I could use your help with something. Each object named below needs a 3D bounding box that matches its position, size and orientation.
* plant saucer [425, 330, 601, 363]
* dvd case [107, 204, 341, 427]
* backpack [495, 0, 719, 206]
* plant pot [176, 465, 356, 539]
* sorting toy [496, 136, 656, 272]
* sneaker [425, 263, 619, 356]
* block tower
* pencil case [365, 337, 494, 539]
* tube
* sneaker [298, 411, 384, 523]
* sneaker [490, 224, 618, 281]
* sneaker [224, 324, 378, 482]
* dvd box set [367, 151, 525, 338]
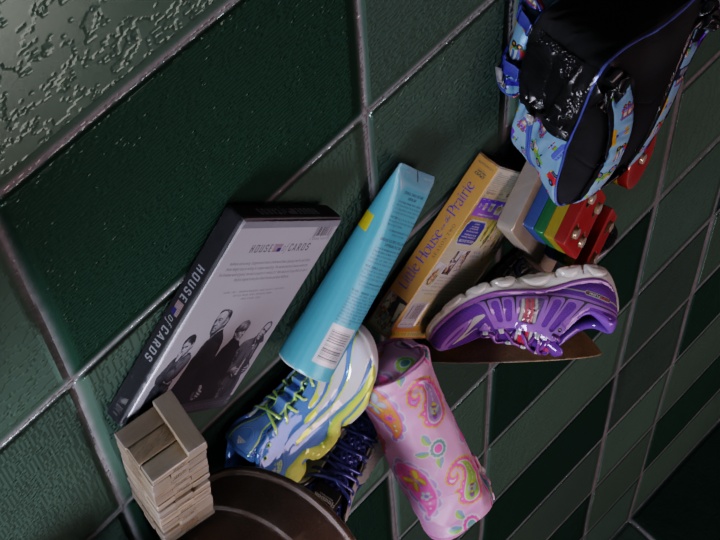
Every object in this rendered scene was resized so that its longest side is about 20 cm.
[{"bbox_3d":[0.157,0.075,1.758,0.200,0.198,0.036,-1,90,-63],"label":"plant saucer"},{"bbox_3d":[-0.107,0.034,1.326,0.201,0.025,0.150,-58,157,18],"label":"dvd case"},{"bbox_3d":[0.205,-0.166,1.470,0.182,0.134,0.201,-36,154,-33],"label":"backpack"},{"bbox_3d":[-0.120,0.311,1.461,0.198,0.199,0.202,-44,161,-48],"label":"plant pot"},{"bbox_3d":[0.229,-0.098,1.661,0.201,0.069,0.200,-64,159,-3],"label":"sorting toy"},{"bbox_3d":[0.163,0.050,1.643,0.197,0.084,0.081,-12,161,-3],"label":"sneaker"},{"bbox_3d":[-0.159,0.166,1.360,0.058,0.054,0.201,-34,162,-18],"label":"block tower"},{"bbox_3d":[0.062,0.162,1.595,0.087,0.087,0.201,-39,118,-25],"label":"pencil case"},{"bbox_3d":[0.000,0.000,1.441,0.201,0.050,0.077,-59,162,8],"label":"tube"},{"bbox_3d":[-0.018,0.195,1.632,0.200,0.080,0.115,-53,-170,7],"label":"sneaker"},{"bbox_3d":[0.209,0.007,1.854,0.199,0.075,0.087,-32,164,-33],"label":"sneaker"},{"bbox_3d":[-0.060,0.135,1.516,0.105,0.076,0.201,-14,139,-56],"label":"sneaker"},{"bbox_3d":[0.097,-0.021,1.633,0.201,0.029,0.146,-57,159,13],"label":"dvd box set"}]
